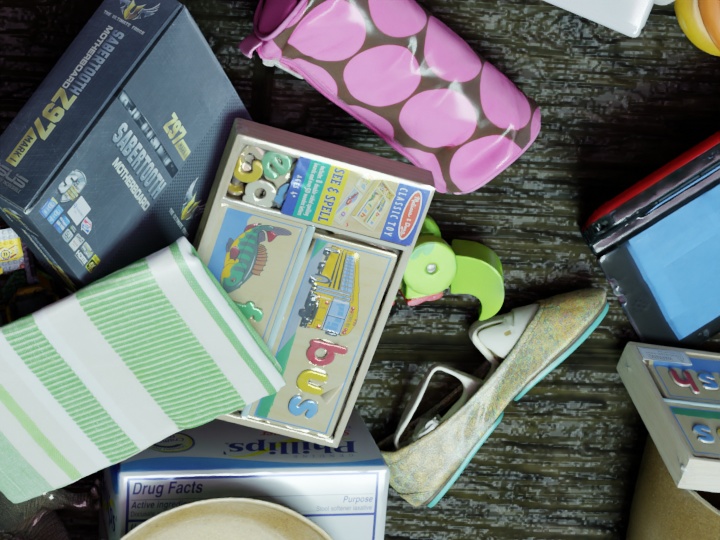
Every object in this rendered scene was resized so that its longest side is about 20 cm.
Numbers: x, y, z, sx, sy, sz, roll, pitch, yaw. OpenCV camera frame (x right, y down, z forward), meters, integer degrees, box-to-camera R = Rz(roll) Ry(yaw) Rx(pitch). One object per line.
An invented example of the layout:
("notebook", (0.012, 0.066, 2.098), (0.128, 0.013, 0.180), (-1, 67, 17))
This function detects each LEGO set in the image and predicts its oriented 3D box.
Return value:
("LEGO set", (-0.276, 0.007, 1.610), (0.199, 0.116, 0.155), (-3, 111, -11))

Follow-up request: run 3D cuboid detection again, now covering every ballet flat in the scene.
("ballet flat", (0.084, 0.074, 1.750), (0.071, 0.071, 0.200), (39, 98, -22))

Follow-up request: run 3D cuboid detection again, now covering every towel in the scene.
("towel", (-0.164, 0.066, 1.593), (0.199, 0.023, 0.153), (-24, 136, 9))

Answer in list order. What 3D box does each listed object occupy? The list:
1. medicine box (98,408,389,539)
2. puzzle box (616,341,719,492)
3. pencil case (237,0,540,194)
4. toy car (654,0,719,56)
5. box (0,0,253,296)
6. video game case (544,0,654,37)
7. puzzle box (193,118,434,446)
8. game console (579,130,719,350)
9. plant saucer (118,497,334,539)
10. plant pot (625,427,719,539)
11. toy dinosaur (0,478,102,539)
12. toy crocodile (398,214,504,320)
("medicine box", (-0.084, 0.203, 1.735), (0.181, 0.103, 0.201), (0, 110, -13))
("puzzle box", (0.286, 0.107, 1.757), (0.199, 0.133, 0.026), (7, 123, -22))
("pencil case", (0.021, -0.126, 1.647), (0.200, 0.091, 0.094), (36, 89, -24))
("toy car", (0.279, -0.220, 1.635), (0.174, 0.150, 0.201), (20, 105, -18))
("box", (-0.142, -0.066, 1.566), (0.158, 0.051, 0.200), (-55, 156, -13))
("video game case", (0.118, -0.268, 1.609), (0.199, 0.024, 0.183), (23, 105, 5))
("puzzle box", (-0.046, 0.011, 1.634), (0.132, 0.025, 0.201), (14, 115, -12))
("game console", (0.261, -0.035, 1.722), (0.199, 0.172, 0.119), (-32, 87, 0))
("plant saucer", (-0.097, 0.233, 1.665), (0.199, 0.035, 0.201), (-5, 110, -14))
("plant pot", (0.257, 0.212, 1.792), (0.185, 0.187, 0.201), (10, 122, -16))
("toy dinosaur", (-0.231, 0.128, 1.700), (0.102, 0.077, 0.200), (-17, 126, 23))
("toy crocodile", (0.000, 0.000, 1.698), (0.199, 0.068, 0.062), (-1, 111, -13))
